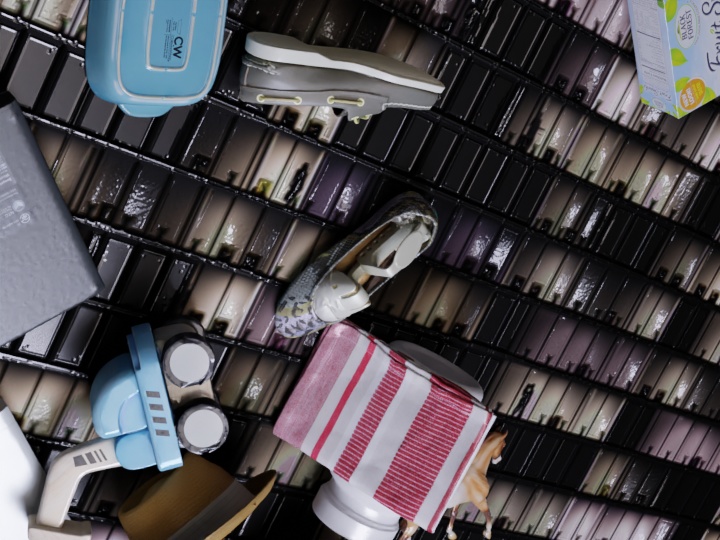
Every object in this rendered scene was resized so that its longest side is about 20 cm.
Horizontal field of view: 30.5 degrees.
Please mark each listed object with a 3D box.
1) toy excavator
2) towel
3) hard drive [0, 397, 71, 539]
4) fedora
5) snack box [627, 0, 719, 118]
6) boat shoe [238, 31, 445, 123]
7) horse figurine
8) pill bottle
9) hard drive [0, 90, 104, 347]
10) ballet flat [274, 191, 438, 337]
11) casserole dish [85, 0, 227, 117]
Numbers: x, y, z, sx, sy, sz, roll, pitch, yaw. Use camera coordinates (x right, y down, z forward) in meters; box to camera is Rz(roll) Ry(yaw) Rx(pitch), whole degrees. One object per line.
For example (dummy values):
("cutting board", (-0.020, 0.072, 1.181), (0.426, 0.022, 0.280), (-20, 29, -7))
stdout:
("toy excavator", (-0.223, 0.152, 1.222), (0.199, 0.100, 0.195), (-12, 104, -9))
("towel", (0.020, 0.152, 1.329), (0.144, 0.200, 0.023), (-63, 160, 9))
("hard drive", (-0.350, 0.228, 1.229), (0.132, 0.026, 0.200), (-30, 125, -17))
("fedora", (-0.172, 0.231, 1.276), (0.200, 0.201, 0.082), (-37, 91, -11))
("snack box", (0.367, -0.288, 1.397), (0.168, 0.068, 0.200), (-29, 125, -18))
("boat shoe", (-0.017, -0.170, 1.212), (0.201, 0.072, 0.060), (6, 112, -28))
("horse figurine", (0.088, 0.265, 1.510), (0.200, 0.050, 0.133), (-10, 119, -28))
("pill bottle", (0.036, 0.185, 1.394), (0.116, 0.116, 0.200), (22, 100, -38))
("hard drive", (-0.315, -0.032, 1.114), (0.139, 0.033, 0.200), (-30, 126, -17))
("ballet flat", (0.000, 0.000, 1.309), (0.200, 0.072, 0.072), (-42, 129, -7))
("casserole dish", (-0.165, -0.220, 1.112), (0.121, 0.039, 0.201), (-3, 115, -31))
